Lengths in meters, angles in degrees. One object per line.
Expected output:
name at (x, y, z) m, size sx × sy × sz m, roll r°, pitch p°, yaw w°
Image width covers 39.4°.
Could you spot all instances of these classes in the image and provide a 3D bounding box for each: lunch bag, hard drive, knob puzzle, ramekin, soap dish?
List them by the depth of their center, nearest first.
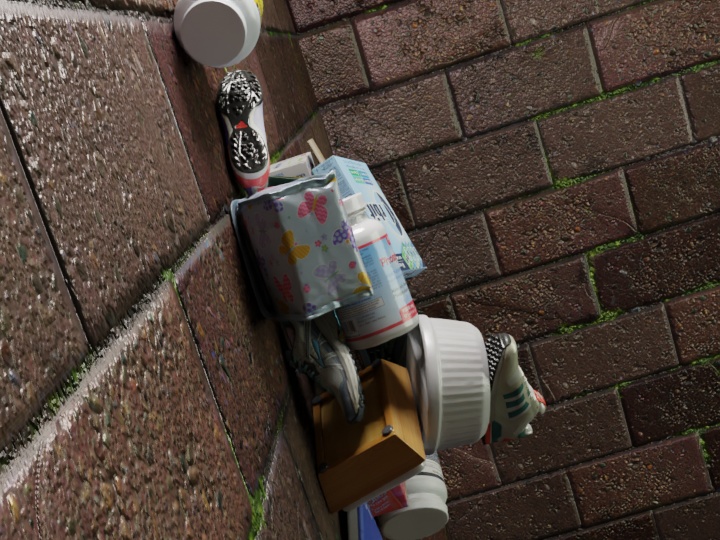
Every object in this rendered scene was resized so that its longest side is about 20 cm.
lunch bag at (-0.089, -0.027, 1.304) m, size 0.200 × 0.126 × 0.171 m, roll 3°, pitch -68°, yaw 67°
hard drive at (0.011, 0.430, 1.432) m, size 0.201 × 0.025 × 0.133 m, roll -94°, pitch 167°, yaw -55°
soap dish at (0.006, 0.229, 1.435) m, size 0.081 × 0.157 × 0.201 m, roll 51°, pitch 15°, yaw -29°
ramekin at (0.126, 0.163, 1.455) m, size 0.202 × 0.093 × 0.205 m, roll 177°, pitch -90°, yaw -85°
knob puzzle at (-0.045, -0.125, 1.682) m, size 0.221 × 0.030 × 0.220 m, roll 62°, pitch 0°, yaw 0°

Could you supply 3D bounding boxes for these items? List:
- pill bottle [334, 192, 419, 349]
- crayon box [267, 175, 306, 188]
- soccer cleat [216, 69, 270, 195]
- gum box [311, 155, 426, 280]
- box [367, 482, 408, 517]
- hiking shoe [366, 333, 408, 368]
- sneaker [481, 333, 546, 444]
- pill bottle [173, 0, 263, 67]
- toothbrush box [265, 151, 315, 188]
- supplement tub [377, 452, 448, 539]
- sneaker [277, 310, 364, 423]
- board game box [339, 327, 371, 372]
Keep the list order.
pill bottle at (0.000, 0.000, 1.403) m, size 0.109 × 0.108 × 0.202 m, roll -70°, pitch 139°, yaw -83°
crayon box at (-0.094, -0.076, 1.506) m, size 0.200 × 0.051 × 0.127 m, roll -22°, pitch 117°, yaw -79°
soccer cleat at (-0.166, -0.198, 1.435) m, size 0.073 × 0.068 × 0.201 m, roll 93°, pitch -14°, yaw -57°
gum box at (0.017, -0.077, 1.551) m, size 0.201 × 0.044 × 0.170 m, roll 61°, pitch 15°, yaw 7°
box at (0.010, 0.284, 1.584) m, size 0.200 × 0.094 × 0.103 m, roll -98°, pitch 169°, yaw -64°
hiking shoe at (0.028, 0.130, 1.632) m, size 0.076 × 0.100 × 0.200 m, roll -63°, pitch -179°, yaw -41°
sneaker at (0.221, 0.167, 1.441) m, size 0.071 × 0.092 × 0.201 m, roll -100°, pitch -170°, yaw -53°
pill bottle at (-0.184, -0.330, 1.314) m, size 0.200 × 0.111 × 0.113 m, roll -98°, pitch 170°, yaw -64°
toothbrush box at (-0.096, -0.087, 1.702) m, size 0.146 × 0.085 × 0.202 m, roll -85°, pitch 157°, yaw -79°
supplement tub at (0.079, 0.371, 1.830) m, size 0.141 × 0.139 × 0.201 m, roll 68°, pitch 7°, yaw -50°
sneaker at (-0.055, 0.128, 1.396) m, size 0.078 × 0.086 × 0.201 m, roll 79°, pitch -11°, yaw -63°
board game box at (-0.046, 0.087, 1.572) m, size 0.200 × 0.047 × 0.152 m, roll 52°, pitch -14°, yaw 50°
